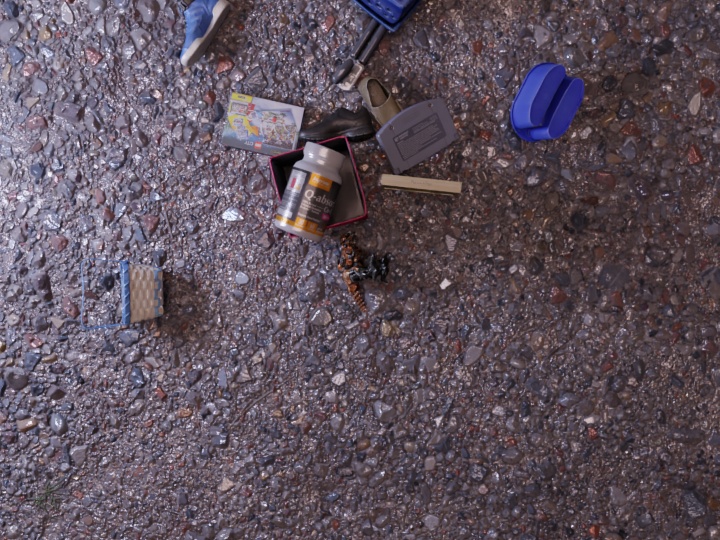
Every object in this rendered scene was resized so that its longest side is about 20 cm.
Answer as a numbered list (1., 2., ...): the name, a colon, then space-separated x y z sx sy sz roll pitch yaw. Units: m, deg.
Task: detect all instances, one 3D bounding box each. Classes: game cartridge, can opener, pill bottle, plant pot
1. game cartridge: 0.142 -0.347 1.595 0.199 0.040 0.134 -31 112 -9
2. can opener: 0.000 -0.552 1.612 0.052 0.066 0.201 33 89 -1
3. pill bottle: -0.109 -0.176 1.410 0.115 0.116 0.202 20 94 1
4. plant pot: 0.073 -0.720 1.529 0.199 0.180 0.201 38 83 0

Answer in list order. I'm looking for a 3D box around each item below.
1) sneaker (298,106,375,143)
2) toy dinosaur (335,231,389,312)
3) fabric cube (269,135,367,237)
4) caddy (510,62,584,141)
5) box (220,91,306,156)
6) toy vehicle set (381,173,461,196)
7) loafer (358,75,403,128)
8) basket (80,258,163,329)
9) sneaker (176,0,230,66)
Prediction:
1. sneaker: -0.064 -0.372 1.624 0.197 0.076 0.092 -9 86 -7
2. toy dinosaur: 0.000 0.000 1.637 0.134 0.102 0.202 -9 108 26
3. fabric cube: -0.095 -0.200 1.564 0.198 0.199 0.199 -15 92 3
4. caddy: 0.462 -0.422 1.579 0.140 0.105 0.202 26 93 -22
5. box: -0.253 -0.374 1.641 0.198 0.038 0.138 13 93 2
6. toy vehicle set: 0.151 -0.215 1.590 0.197 0.124 0.027 6 94 2
7. loafer: 0.063 -0.410 1.610 0.076 0.067 0.200 -40 93 4
8. basket: -0.611 0.060 1.618 0.198 0.139 0.179 1 93 -28
9. sneaker: -0.432 -0.632 1.614 0.111 0.077 0.201 32 90 -6
